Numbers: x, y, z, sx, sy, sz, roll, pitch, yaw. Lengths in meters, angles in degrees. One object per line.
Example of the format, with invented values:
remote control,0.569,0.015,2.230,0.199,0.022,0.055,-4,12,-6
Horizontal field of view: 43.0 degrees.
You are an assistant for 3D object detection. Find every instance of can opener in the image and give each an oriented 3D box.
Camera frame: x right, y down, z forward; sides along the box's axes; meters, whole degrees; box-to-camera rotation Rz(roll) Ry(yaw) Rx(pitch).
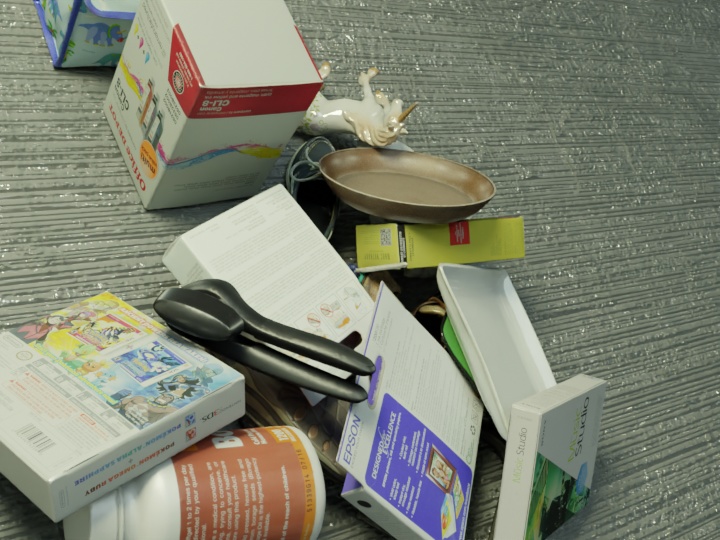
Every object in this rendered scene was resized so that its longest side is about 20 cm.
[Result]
can opener,-0.083,0.066,0.790,0.198,0.064,0.079,24,30,2

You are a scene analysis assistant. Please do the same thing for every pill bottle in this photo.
pill bottle,-0.137,0.192,0.759,0.198,0.112,0.113,2,58,-33

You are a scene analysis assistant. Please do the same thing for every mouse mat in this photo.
mouse mat,0.152,0.110,1.018,0.201,0.007,0.161,55,26,-12

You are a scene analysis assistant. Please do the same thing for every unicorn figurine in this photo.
unicorn figurine,-0.010,-0.198,1.121,0.138,0.197,0.074,-81,155,-44

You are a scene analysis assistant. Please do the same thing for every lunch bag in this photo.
lunch bag,-0.242,-0.316,0.992,0.168,0.200,0.129,-8,63,-38

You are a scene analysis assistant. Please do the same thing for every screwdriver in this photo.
screwdriver,0.000,0.000,0.944,0.029,0.200,0.028,-10,92,-19

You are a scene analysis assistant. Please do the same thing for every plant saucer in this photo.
plant saucer,0.050,-0.093,1.010,0.197,0.033,0.201,7,22,-3

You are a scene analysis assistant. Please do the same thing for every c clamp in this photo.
c clamp,0.104,0.227,0.956,0.170,0.027,0.201,38,46,-5

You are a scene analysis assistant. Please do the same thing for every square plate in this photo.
square plate,0.156,0.090,1.006,0.197,0.028,0.202,4,61,-61

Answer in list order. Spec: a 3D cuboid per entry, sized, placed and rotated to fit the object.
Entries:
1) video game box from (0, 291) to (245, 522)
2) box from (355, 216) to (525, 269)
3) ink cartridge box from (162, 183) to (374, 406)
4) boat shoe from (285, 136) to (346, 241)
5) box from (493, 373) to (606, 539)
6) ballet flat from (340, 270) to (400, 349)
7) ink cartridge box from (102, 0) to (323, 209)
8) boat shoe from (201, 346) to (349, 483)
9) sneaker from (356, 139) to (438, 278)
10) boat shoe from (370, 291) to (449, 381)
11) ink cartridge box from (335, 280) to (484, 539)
video game box,-0.225,0.098,0.745,0.199,0.047,0.181,25,37,36
box,0.093,-0.032,1.025,0.198,0.075,0.051,-4,93,-38
ink cartridge box,-0.074,0.025,0.899,0.201,0.047,0.160,52,40,3
boat shoe,-0.053,-0.087,1.051,0.074,0.062,0.202,26,48,-14
box,0.198,0.194,0.939,0.199,0.036,0.147,-6,104,-56
ballet flat,-0.006,0.065,0.974,0.067,0.068,0.201,43,47,-9
ink cartridge box,-0.160,-0.182,0.953,0.143,0.200,0.147,-12,65,-36
boat shoe,-0.075,0.127,0.877,0.200,0.074,0.074,46,42,11
sneaker,0.043,-0.080,1.101,0.099,0.075,0.201,-17,69,-42
boat shoe,0.081,0.069,1.022,0.072,0.072,0.199,49,46,7
ink cartridge box,0.044,0.148,0.878,0.200,0.043,0.200,47,42,-33
